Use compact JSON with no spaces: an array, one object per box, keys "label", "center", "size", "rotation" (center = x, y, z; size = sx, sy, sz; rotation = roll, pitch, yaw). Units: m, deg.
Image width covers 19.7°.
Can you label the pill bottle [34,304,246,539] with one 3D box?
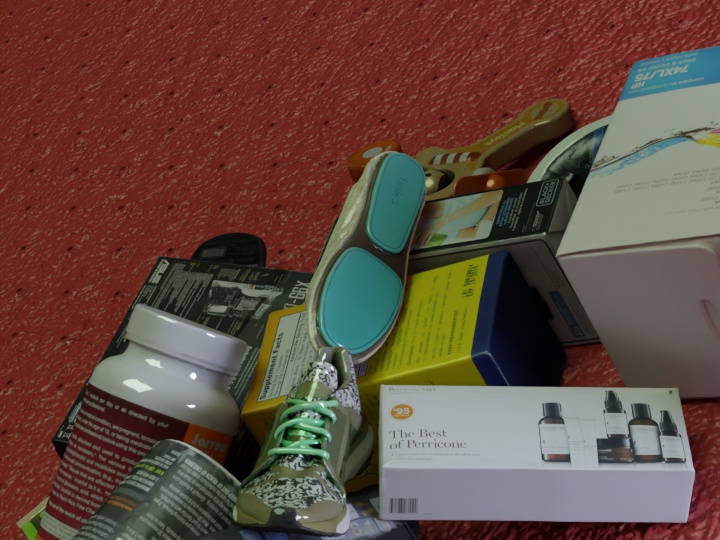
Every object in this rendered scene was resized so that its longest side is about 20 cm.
[{"label":"pill bottle","center":[-0.152,0.132,1.462],"size":[0.113,0.112,0.202],"rotation":[18,89,50]}]

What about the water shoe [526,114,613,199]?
[{"label":"water shoe","center":[0.209,-0.080,1.570],"size":[0.199,0.072,0.079],"rotation":[-36,35,-3]}]

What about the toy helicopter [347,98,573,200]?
[{"label":"toy helicopter","center":[0.096,-0.086,1.678],"size":[0.199,0.079,0.132],"rotation":[-31,24,-20]}]

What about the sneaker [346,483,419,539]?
[{"label":"sneaker","center":[-0.040,0.227,1.385],"size":[0.113,0.077,0.200],"rotation":[-13,35,31]}]

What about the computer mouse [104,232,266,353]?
[{"label":"computer mouse","center":[-0.143,0.056,1.710],"size":[0.139,0.046,0.201],"rotation":[-10,44,13]}]

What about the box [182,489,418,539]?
[{"label":"box","center":[-0.033,0.225,1.264],"size":[0.198,0.049,0.162],"rotation":[-10,46,-31]}]

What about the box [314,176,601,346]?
[{"label":"box","center":[0.080,0.006,1.531],"size":[0.198,0.117,0.060],"rotation":[-8,42,32]}]

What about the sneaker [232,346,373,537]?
[{"label":"sneaker","center":[-0.037,0.104,1.311],"size":[0.076,0.090,0.200],"rotation":[2,18,6]}]

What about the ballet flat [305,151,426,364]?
[{"label":"ballet flat","center":[0.000,0.000,1.466],"size":[0.062,0.067,0.201],"rotation":[-39,20,46]}]

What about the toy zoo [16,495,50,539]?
[{"label":"toy zoo","center":[-0.176,0.201,1.581],"size":[0.131,0.021,0.200],"rotation":[-39,33,-10]}]

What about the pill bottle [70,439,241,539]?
[{"label":"pill bottle","center":[-0.154,0.214,1.334],"size":[0.106,0.107,0.200],"rotation":[14,55,48]}]

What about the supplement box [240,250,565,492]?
[{"label":"supplement box","center":[0.032,0.081,1.479],"size":[0.198,0.110,0.109],"rotation":[-15,37,25]}]

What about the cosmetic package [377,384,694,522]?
[{"label":"cosmetic package","center":[0.111,0.117,1.339],"size":[0.198,0.051,0.083],"rotation":[0,36,-1]}]

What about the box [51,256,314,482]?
[{"label":"box","center":[-0.125,0.081,1.605],"size":[0.156,0.050,0.201],"rotation":[6,48,25]}]

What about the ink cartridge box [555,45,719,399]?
[{"label":"ink cartridge box","center":[0.248,-0.035,1.409],"size":[0.145,0.147,0.201],"rotation":[-6,41,34]}]
